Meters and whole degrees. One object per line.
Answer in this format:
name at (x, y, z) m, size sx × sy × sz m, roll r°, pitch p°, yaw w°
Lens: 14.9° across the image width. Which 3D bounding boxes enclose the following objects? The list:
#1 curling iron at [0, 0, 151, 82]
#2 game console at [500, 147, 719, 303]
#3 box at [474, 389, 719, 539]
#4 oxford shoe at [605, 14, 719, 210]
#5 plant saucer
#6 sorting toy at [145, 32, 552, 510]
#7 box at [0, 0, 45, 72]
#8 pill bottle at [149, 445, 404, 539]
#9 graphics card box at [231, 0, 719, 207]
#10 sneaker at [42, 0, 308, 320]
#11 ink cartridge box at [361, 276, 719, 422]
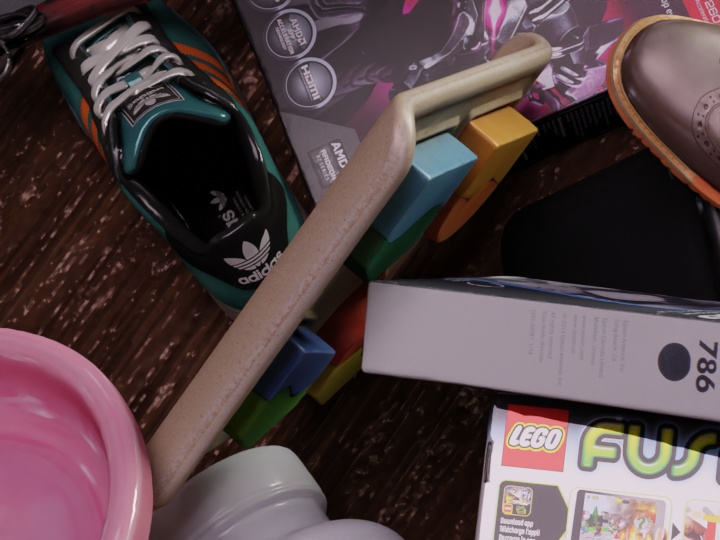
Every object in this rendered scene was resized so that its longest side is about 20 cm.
curling iron at (-0.087, -0.122, 1.173) m, size 0.199 × 0.026 × 0.050 m, roll -20°, pitch 26°, yaw 8°
game console at (0.165, 0.046, 1.070) m, size 0.175 × 0.116 × 0.201 m, roll -11°, pitch 78°, yaw -9°
box at (0.140, 0.107, 0.979) m, size 0.199 × 0.035 × 0.110 m, roll 6°, pitch 80°, yaw 11°
oxford shoe at (0.185, -0.044, 0.996) m, size 0.200 × 0.073 × 0.071 m, roll 26°, pitch 75°, yaw 1°
plant saucer at (-0.161, 0.112, 0.982) m, size 0.200 × 0.051 × 0.201 m, roll -15°, pitch 45°, yaw 16°
sorting toy at (0.000, 0.000, 1.048) m, size 0.036 × 0.200 × 0.185 m, roll 38°, pitch 112°, yaw 6°
box at (-0.265, -0.113, 1.179) m, size 0.131 × 0.200 × 0.199 m, roll 30°, pitch 77°, yaw 25°
pill bottle at (-0.004, 0.168, 1.049) m, size 0.112 × 0.112 × 0.200 m, roll -36°, pitch 65°, yaw -3°
graphics card box at (0.054, -0.108, 1.181) m, size 0.200 × 0.051 × 0.126 m, roll -23°, pitch 71°, yaw 4°
sneaker at (-0.082, -0.067, 1.181) m, size 0.071 × 0.080 × 0.200 m, roll -36°, pitch 62°, yaw -3°
ink cartridge box at (0.108, 0.029, 0.975) m, size 0.200 × 0.099 × 0.039 m, roll 8°, pitch 95°, yaw 35°
